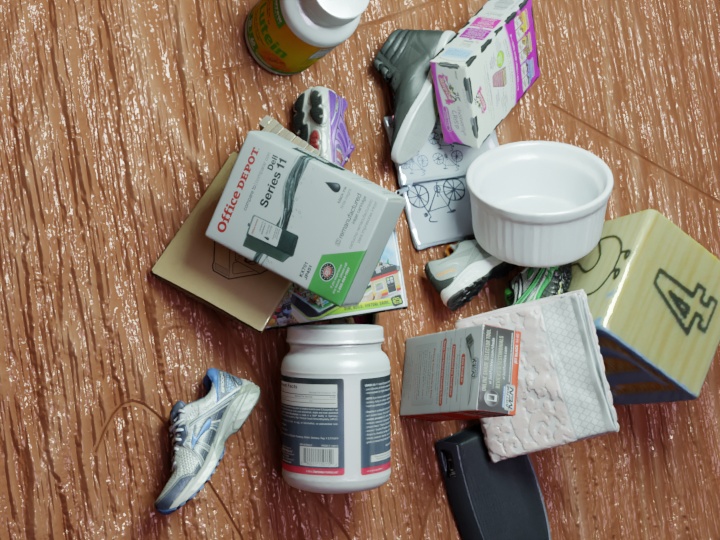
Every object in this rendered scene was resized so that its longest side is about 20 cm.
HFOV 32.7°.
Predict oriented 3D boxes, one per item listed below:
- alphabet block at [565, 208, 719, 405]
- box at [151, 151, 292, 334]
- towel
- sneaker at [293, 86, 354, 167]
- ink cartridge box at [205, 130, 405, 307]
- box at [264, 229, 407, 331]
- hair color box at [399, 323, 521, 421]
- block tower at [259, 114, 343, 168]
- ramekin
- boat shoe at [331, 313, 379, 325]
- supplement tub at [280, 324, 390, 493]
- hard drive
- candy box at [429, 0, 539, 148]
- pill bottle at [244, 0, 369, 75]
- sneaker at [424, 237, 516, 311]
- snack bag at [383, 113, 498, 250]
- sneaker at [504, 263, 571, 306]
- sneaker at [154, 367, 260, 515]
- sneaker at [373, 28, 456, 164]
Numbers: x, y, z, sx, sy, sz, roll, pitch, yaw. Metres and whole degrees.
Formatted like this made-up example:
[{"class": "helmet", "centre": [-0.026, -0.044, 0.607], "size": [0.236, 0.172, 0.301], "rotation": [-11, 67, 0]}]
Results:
[{"class": "alphabet block", "centre": [0.395, 0.058, 1.768], "size": [0.196, 0.195, 0.201], "rotation": [35, 67, -19]}, {"class": "box", "centre": [-0.145, -0.038, 1.569], "size": [0.163, 0.021, 0.201], "rotation": [27, 68, 11]}, {"class": "towel", "centre": [0.235, 0.143, 1.650], "size": [0.032, 0.190, 0.201], "rotation": [-2, 77, -64]}, {"class": "sneaker", "centre": [-0.041, -0.146, 1.652], "size": [0.083, 0.080, 0.201], "rotation": [7, 84, -43]}, {"class": "ink cartridge box", "centre": [-0.068, -0.064, 1.486], "size": [0.199, 0.083, 0.147], "rotation": [26, 100, 16]}, {"class": "box", "centre": [-0.045, 0.010, 1.596], "size": [0.199, 0.035, 0.111], "rotation": [-9, 84, 0]}, {"class": "hair color box", "centre": [0.129, 0.138, 1.617], "size": [0.064, 0.200, 0.112], "rotation": [11, 77, -24]}, {"class": "block tower", "centre": [-0.058, -0.114, 1.563], "size": [0.200, 0.054, 0.058], "rotation": [37, 69, 15]}, {"class": "ramekin", "centre": [0.246, -0.090, 1.698], "size": [0.200, 0.200, 0.098], "rotation": [-23, 129, -27]}, {"class": "boat shoe", "centre": [0.000, 0.000, 1.650], "size": [0.074, 0.066, 0.201], "rotation": [1, 81, -26]}, {"class": "supplement tub", "centre": [-0.031, 0.172, 1.552], "size": [0.140, 0.140, 0.201], "rotation": [-1, 91, -26]}, {"class": "hard drive", "centre": [0.192, 0.313, 1.708], "size": [0.134, 0.042, 0.201], "rotation": [-18, 90, -28]}, {"class": "candy box", "centre": [0.179, -0.285, 1.734], "size": [0.200, 0.061, 0.137], "rotation": [-50, 140, -37]}, {"class": "pill bottle", "centre": [-0.067, -0.334, 1.595], "size": [0.110, 0.200, 0.112], "rotation": [5, 79, -26]}, {"class": "sneaker", "centre": [0.174, -0.023, 1.740], "size": [0.200, 0.074, 0.079], "rotation": [-29, 67, -34]}, {"class": "snack bag", "centre": [0.132, -0.136, 1.764], "size": [0.188, 0.021, 0.201], "rotation": [-11, 87, -28]}, {"class": "sneaker", "centre": [0.248, 0.011, 1.737], "size": [0.078, 0.085, 0.201], "rotation": [66, 36, -44]}, {"class": "sneaker", "centre": [-0.208, 0.208, 1.519], "size": [0.085, 0.077, 0.200], "rotation": [34, 61, -7]}, {"class": "sneaker", "centre": [0.058, -0.249, 1.714], "size": [0.071, 0.099, 0.201], "rotation": [35, 74, -65]}]
